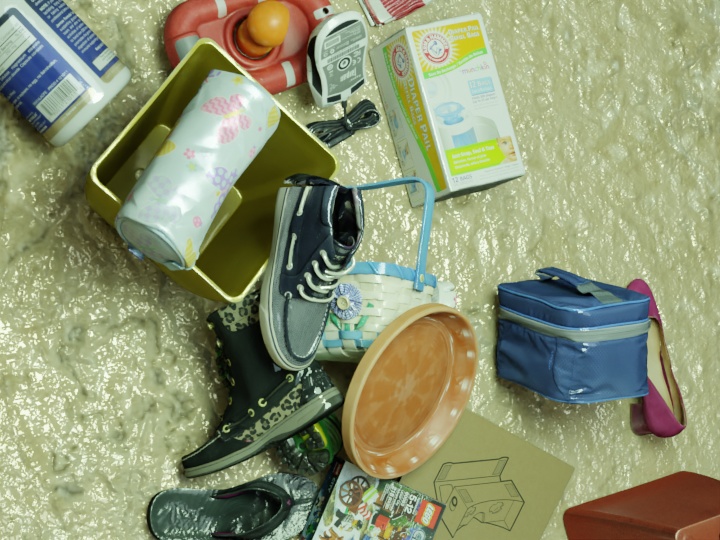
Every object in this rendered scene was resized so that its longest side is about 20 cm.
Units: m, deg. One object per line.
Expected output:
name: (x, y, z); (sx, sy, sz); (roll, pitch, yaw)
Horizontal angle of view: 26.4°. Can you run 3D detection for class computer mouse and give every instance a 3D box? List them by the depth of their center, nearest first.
computer mouse: (-0.027, -0.223, 1.738); (0.109, 0.201, 0.044); (-28, 55, -21)

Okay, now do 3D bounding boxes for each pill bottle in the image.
pill bottle: (-0.347, -0.238, 1.610); (0.200, 0.116, 0.116); (47, 66, -12)

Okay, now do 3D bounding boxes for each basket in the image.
basket: (0.000, 0.000, 1.697); (0.139, 0.175, 0.202); (23, 67, -54)

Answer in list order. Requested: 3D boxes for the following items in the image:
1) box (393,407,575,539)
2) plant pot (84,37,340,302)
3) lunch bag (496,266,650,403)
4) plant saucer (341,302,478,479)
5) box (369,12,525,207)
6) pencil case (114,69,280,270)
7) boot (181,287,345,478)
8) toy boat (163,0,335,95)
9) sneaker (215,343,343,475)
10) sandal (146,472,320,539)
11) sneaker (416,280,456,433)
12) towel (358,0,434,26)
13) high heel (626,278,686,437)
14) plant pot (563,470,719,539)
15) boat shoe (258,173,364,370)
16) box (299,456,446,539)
box: (0.134, 0.259, 1.783); (0.199, 0.021, 0.164); (29, 85, -21)
plant pot: (-0.177, -0.090, 1.632); (0.200, 0.176, 0.200); (42, 67, -13)
lunch bag: (0.245, 0.067, 1.799); (0.135, 0.200, 0.133); (-4, 102, -27)
plant saucer: (0.051, 0.128, 1.657); (0.200, 0.032, 0.202); (-27, 130, -37)
box: (0.101, -0.190, 1.820); (0.112, 0.101, 0.202); (-14, 88, -27)
pencil case: (-0.157, -0.099, 1.499); (0.090, 0.083, 0.201); (34, 69, -14)
boot: (-0.130, 0.120, 1.637); (0.155, 0.203, 0.073); (63, 23, 5)
toy boat: (-0.113, -0.264, 1.715); (0.199, 0.131, 0.131); (-22, 92, -26)
sneaker: (-0.090, 0.130, 1.707); (0.201, 0.078, 0.085); (58, 28, 1)
sandal: (-0.131, 0.264, 1.667); (0.199, 0.048, 0.076); (-4, 83, -25)
sneaker: (0.049, 0.099, 1.768); (0.087, 0.074, 0.201); (16, 75, -16)
towel: (0.064, -0.397, 1.881); (0.199, 0.023, 0.145); (-29, 94, -26)
high heel: (0.371, 0.106, 1.901); (0.067, 0.096, 0.202); (-3, 83, -25)
plant pot: (0.390, 0.356, 1.826); (0.199, 0.176, 0.202); (-13, 87, -26)
boat shoe: (-0.046, 0.002, 1.538); (0.074, 0.092, 0.202); (1, 91, -36)
box: (-0.004, 0.325, 1.702); (0.136, 0.038, 0.201); (25, 83, -19)
